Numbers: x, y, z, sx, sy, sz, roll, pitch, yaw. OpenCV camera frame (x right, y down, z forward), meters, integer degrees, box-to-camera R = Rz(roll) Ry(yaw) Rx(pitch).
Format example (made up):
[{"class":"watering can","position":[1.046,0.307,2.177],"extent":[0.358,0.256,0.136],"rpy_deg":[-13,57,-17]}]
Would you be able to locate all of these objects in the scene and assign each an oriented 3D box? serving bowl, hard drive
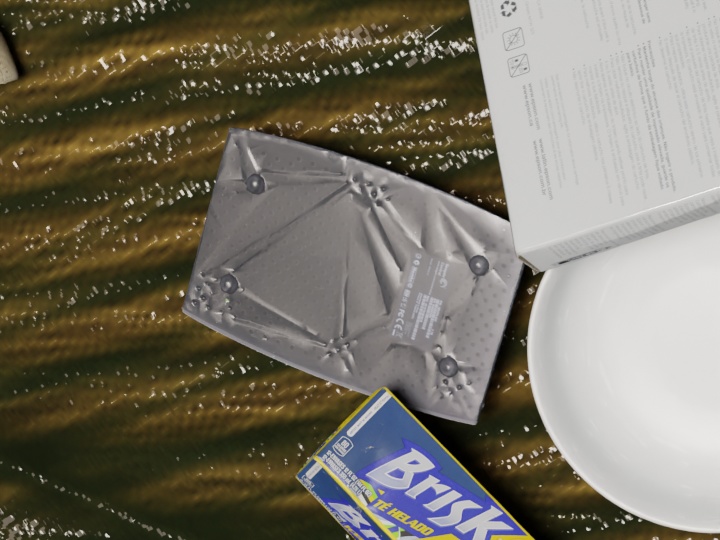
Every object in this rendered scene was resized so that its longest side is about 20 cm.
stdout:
[{"class":"serving bowl","position":[0.198,0.043,1.176],"extent":[0.199,0.066,0.202],"rpy_deg":[4,102,18]},{"class":"hard drive","position":[0.000,0.000,1.255],"extent":[0.199,0.042,0.136],"rpy_deg":[20,105,15]}]

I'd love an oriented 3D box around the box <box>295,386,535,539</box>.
[{"class":"box","position":[0.055,0.166,1.231],"extent":[0.200,0.070,0.064],"rpy_deg":[45,70,3]}]

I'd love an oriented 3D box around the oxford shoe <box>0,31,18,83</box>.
[{"class":"oxford shoe","position":[-0.307,-0.098,1.337],"extent":[0.199,0.070,0.075],"rpy_deg":[-33,92,23]}]

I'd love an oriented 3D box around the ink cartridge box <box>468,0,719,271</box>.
[{"class":"ink cartridge box","position":[0.162,-0.121,1.135],"extent":[0.199,0.041,0.201],"rpy_deg":[-18,66,24]}]
